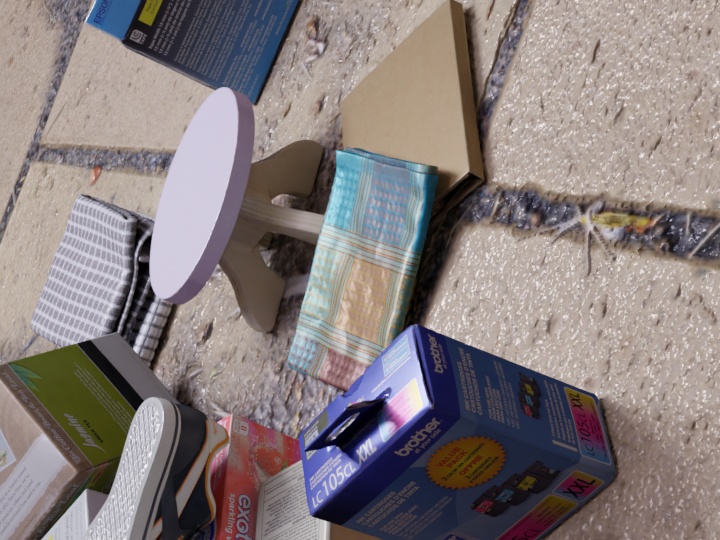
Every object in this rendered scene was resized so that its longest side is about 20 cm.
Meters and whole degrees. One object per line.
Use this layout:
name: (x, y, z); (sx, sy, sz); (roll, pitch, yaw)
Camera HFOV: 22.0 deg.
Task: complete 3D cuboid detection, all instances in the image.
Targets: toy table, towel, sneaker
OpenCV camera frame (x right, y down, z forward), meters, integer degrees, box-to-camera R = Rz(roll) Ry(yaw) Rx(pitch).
toy table: (-0.106, -0.052, 1.703); (0.184, 0.117, 0.201); (17, 85, 59)
towel: (-0.267, 0.012, 1.945); (0.200, 0.085, 0.167); (18, 86, 59)
towel: (0.000, 0.000, 1.559); (0.146, 0.022, 0.201); (17, 93, 56)
sneaker: (-0.164, 0.202, 1.466); (0.078, 0.079, 0.201); (37, 106, 54)

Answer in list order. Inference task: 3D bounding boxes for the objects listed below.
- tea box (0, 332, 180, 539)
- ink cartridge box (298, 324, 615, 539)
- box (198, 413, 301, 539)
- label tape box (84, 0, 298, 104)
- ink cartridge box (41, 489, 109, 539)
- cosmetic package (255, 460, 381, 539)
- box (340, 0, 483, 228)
tea box: (-0.293, 0.184, 1.729); (0.134, 0.196, 0.200); (47, 117, 16)
ink cartridge box: (0.052, 0.120, 1.255); (0.136, 0.199, 0.077); (-46, 36, 32)
box: (-0.100, 0.235, 1.517); (0.094, 0.102, 0.201); (-30, 45, 44)
label tape box: (-0.171, -0.273, 1.871); (0.066, 0.199, 0.144); (27, 93, 62)
ink cartridge box: (-0.227, 0.320, 1.616); (0.200, 0.144, 0.146); (-48, 36, 30)
cosmetic package: (-0.029, 0.248, 1.424); (0.105, 0.071, 0.201); (-31, 46, 44)
box: (0.041, -0.114, 1.604); (0.163, 0.021, 0.201); (-40, 39, 38)
